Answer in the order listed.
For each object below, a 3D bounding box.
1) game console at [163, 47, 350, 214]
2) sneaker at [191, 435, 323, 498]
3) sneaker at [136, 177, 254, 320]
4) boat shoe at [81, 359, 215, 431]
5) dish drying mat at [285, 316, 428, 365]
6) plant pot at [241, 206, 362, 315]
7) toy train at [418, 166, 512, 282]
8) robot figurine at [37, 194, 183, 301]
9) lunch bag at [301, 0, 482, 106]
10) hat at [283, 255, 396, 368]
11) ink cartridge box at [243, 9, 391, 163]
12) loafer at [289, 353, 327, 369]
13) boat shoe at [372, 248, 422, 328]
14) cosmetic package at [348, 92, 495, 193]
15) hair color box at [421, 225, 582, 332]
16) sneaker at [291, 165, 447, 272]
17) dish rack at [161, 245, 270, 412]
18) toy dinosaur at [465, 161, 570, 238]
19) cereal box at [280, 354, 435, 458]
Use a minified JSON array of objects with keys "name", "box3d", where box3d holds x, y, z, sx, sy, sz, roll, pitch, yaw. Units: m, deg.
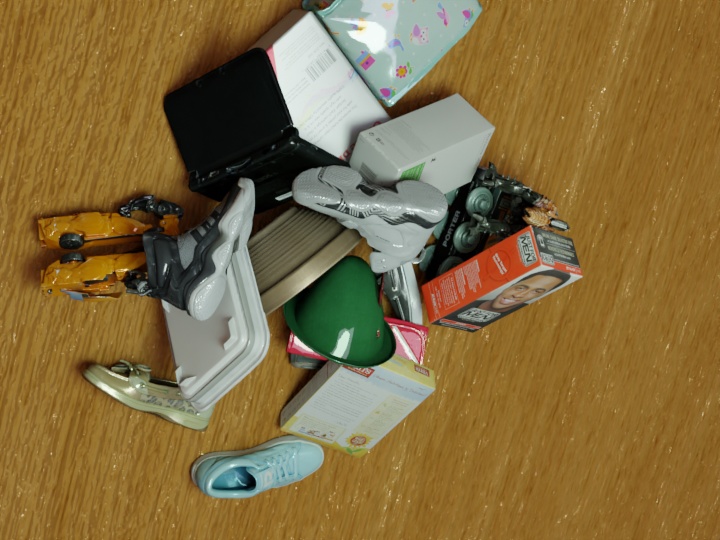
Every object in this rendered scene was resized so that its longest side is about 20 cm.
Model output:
[{"name":"game console","box3d":[-0.134,-0.173,1.505,0.175,0.198,0.118,23,60,-43]},{"name":"sneaker","box3d":[-0.139,0.292,1.664,0.197,0.082,0.075,-11,108,-18]},{"name":"sneaker","box3d":[-0.206,-0.041,1.444,0.112,0.076,0.202,15,62,8]},{"name":"boat shoe","box3d":[-0.285,0.159,1.585,0.199,0.073,0.063,27,87,-36]},{"name":"dish drying mat","box3d":[-0.002,0.096,1.634,0.197,0.018,0.078,13,86,-14]},{"name":"plant pot","box3d":[-0.102,-0.019,1.546,0.200,0.201,0.093,-38,96,-8]},{"name":"toy train","box3d":[0.164,-0.048,1.696,0.113,0.085,0.203,17,98,-33]},{"name":"robot figurine","box3d":[-0.311,-0.024,1.497,0.197,0.058,0.147,-4,65,-12]},{"name":"lunch bag","box3d":[0.049,-0.350,1.548,0.200,0.122,0.171,-43,113,-3]},{"name":"hat","box3d":[0.000,0.000,1.543,0.163,0.201,0.178,14,119,-18]},{"name":"ink cartridge box","box3d":[-0.072,-0.224,1.554,0.147,0.086,0.201,-42,116,-7]},{"name":"loafer","box3d":[-0.008,0.120,1.687,0.197,0.072,0.064,10,119,-16]},{"name":"boat shoe","box3d":[0.044,0.002,1.672,0.056,0.069,0.203,-14,103,-11]},{"name":"cosmetic package","box3d":[0.077,-0.153,1.571,0.199,0.085,0.108,-26,150,-37]},{"name":"hair color box","box3d":[0.190,0.015,1.580,0.101,0.199,0.062,12,57,-44]},{"name":"sneaker","box3d":[0.004,-0.060,1.471,0.197,0.076,0.116,7,131,-10]},{"name":"dish rack","box3d":[-0.198,0.060,1.496,0.043,0.202,0.171,16,135,-41]},{"name":"toy dinosaur","box3d":[0.224,-0.083,1.585,0.134,0.200,0.104,19,74,5]},{"name":"cereal box","box3d":[-0.006,0.184,1.653,0.142,0.040,0.200,24,130,-24]}]
